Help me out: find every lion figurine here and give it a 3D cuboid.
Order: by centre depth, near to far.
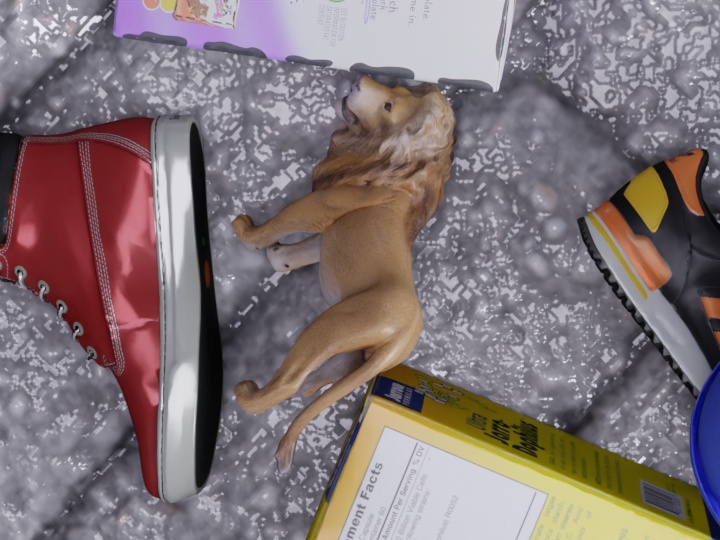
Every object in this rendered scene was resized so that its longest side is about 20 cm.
[{"bbox_3d":[0.000,0.000,1.310,0.122,0.072,0.201,-20,54,20],"label":"lion figurine"}]

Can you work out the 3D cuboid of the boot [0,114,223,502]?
[{"bbox_3d":[-0.148,0.024,1.363,0.143,0.072,0.201,-5,90,6],"label":"boot"}]

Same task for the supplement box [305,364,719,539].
[{"bbox_3d":[0.078,0.140,1.340,0.199,0.110,0.109,23,99,0],"label":"supplement box"}]

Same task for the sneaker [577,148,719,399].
[{"bbox_3d":[0.201,0.030,1.334,0.090,0.070,0.200,-38,95,4],"label":"sneaker"}]

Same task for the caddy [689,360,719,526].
[{"bbox_3d":[0.247,0.057,1.264,0.141,0.105,0.200,32,66,14],"label":"caddy"}]

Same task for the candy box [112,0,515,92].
[{"bbox_3d":[-0.014,-0.188,1.317,0.199,0.072,0.169,9,98,3],"label":"candy box"}]
